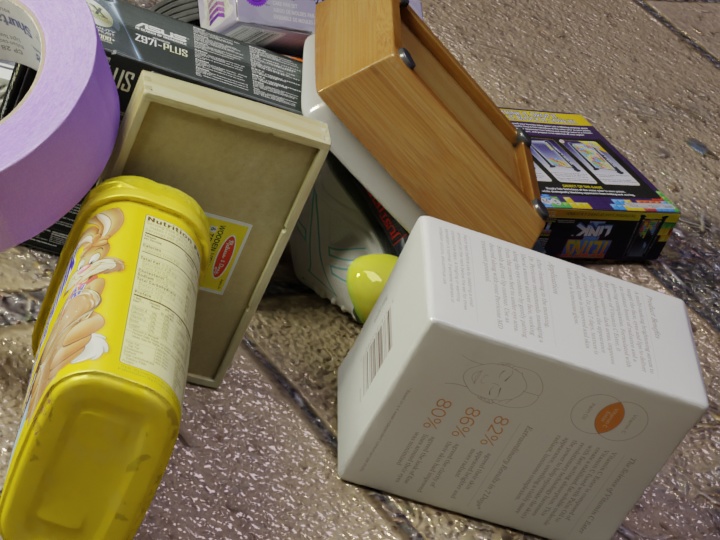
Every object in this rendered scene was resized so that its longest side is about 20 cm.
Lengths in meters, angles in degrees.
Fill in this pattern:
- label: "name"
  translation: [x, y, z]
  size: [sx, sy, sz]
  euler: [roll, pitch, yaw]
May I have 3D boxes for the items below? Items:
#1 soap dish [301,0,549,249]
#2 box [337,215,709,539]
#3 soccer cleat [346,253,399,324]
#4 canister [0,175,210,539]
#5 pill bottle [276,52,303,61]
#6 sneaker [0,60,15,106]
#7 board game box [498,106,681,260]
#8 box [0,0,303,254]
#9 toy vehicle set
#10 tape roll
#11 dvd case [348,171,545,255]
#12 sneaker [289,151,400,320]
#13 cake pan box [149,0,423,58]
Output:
- label: "soap dish"
  translation: [0.046, -0.096, 1.334]
  size: [0.200, 0.081, 0.158]
  euler: [46, 19, -22]
- label: "box"
  translation: [0.102, 0.077, 1.265]
  size: [0.198, 0.153, 0.107]
  euler: [18, 37, -16]
- label: "soccer cleat"
  translation: [0.075, 0.037, 1.339]
  size: [0.199, 0.083, 0.065]
  euler: [33, 54, -32]
- label: "canister"
  translation: [-0.147, 0.058, 1.111]
  size: [0.086, 0.149, 0.201]
  euler: [19, 30, -12]
- label: "pill bottle"
  translation: [-0.048, -0.109, 1.508]
  size: [0.199, 0.115, 0.114]
  euler: [8, 33, -32]
- label: "sneaker"
  translation: [-0.225, -0.129, 1.434]
  size: [0.198, 0.079, 0.080]
  euler: [21, 34, -6]
- label: "board game box"
  translation: [0.158, -0.078, 1.690]
  size: [0.199, 0.057, 0.165]
  euler: [1, 35, -37]
- label: "box"
  translation: [-0.151, -0.087, 1.335]
  size: [0.198, 0.165, 0.086]
  euler: [16, 30, -16]
- label: "toy vehicle set"
  translation: [-0.113, -0.021, 1.216]
  size: [0.123, 0.201, 0.027]
  euler: [15, 30, -20]
- label: "tape roll"
  translation: [-0.249, -0.101, 1.161]
  size: [0.198, 0.066, 0.201]
  euler: [-4, 53, 5]
- label: "dvd case"
  translation: [0.046, -0.079, 1.449]
  size: [0.146, 0.022, 0.201]
  euler: [-20, 74, -50]
- label: "sneaker"
  translation: [0.000, 0.000, 1.421]
  size: [0.070, 0.080, 0.201]
  euler: [3, 53, -55]
- label: "cake pan box"
  translation: [-0.078, -0.184, 1.557]
  size: [0.199, 0.184, 0.053]
  euler: [3, 75, -36]
